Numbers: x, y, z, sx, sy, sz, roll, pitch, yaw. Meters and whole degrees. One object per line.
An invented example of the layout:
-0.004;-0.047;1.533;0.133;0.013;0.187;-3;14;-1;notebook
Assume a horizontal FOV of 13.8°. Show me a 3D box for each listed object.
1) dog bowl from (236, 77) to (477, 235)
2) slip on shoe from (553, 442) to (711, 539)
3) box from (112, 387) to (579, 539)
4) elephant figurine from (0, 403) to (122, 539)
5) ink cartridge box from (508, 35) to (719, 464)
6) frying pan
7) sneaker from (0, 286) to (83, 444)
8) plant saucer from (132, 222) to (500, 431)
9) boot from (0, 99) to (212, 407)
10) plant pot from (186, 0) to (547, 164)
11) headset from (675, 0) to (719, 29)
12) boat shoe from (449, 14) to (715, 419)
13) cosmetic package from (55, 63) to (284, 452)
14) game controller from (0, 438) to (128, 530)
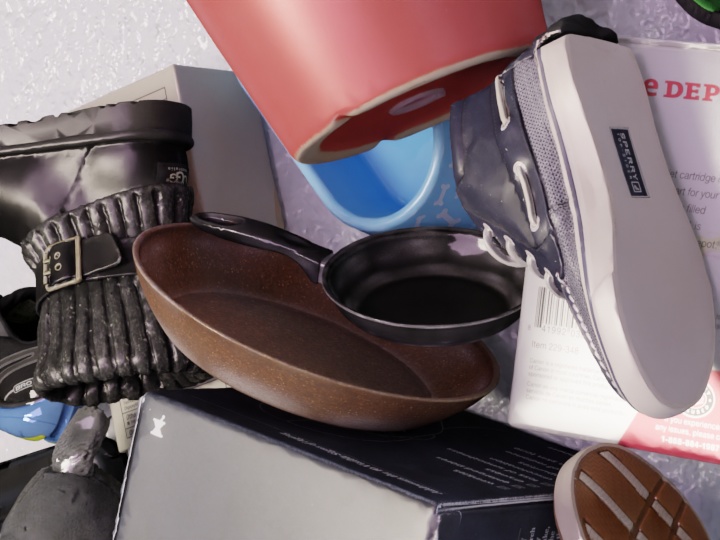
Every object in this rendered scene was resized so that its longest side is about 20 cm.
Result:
-0.002;-0.099;1.622;0.111;0.050;0.200;-49;60;27;dog bowl
0.153;0.176;1.447;0.200;0.076;0.061;51;146;-5;slip on shoe
0.013;0.140;1.506;0.200;0.197;0.124;18;99;38;box
-0.120;0.208;1.646;0.200;0.142;0.155;33;146;5;elephant figurine
0.162;-0.010;1.463;0.147;0.086;0.200;10;93;39;ink cartridge box
0.000;0.008;1.525;0.190;0.115;0.031;1;116;5;frying pan
-0.200;0.049;1.743;0.200;0.071;0.083;18;91;61;sneaker
-0.027;0.034;1.528;0.200;0.200;0.037;33;110;35;plant saucer
-0.174;-0.001;1.639;0.211;0.079;0.158;-10;81;35;boot
-0.003;-0.161;1.497;0.200;0.200;0.177;-28;82;35;plant pot
0.208;-0.173;1.427;0.200;0.094;0.124;15;98;50;headset
0.103;-0.014;1.420;0.093;0.075;0.200;-29;63;42;boat shoe
-0.099;-0.005;1.681;0.103;0.073;0.200;-19;76;37;cosmetic package
-0.205;0.167;1.780;0.200;0.042;0.104;-18;91;37;game controller
